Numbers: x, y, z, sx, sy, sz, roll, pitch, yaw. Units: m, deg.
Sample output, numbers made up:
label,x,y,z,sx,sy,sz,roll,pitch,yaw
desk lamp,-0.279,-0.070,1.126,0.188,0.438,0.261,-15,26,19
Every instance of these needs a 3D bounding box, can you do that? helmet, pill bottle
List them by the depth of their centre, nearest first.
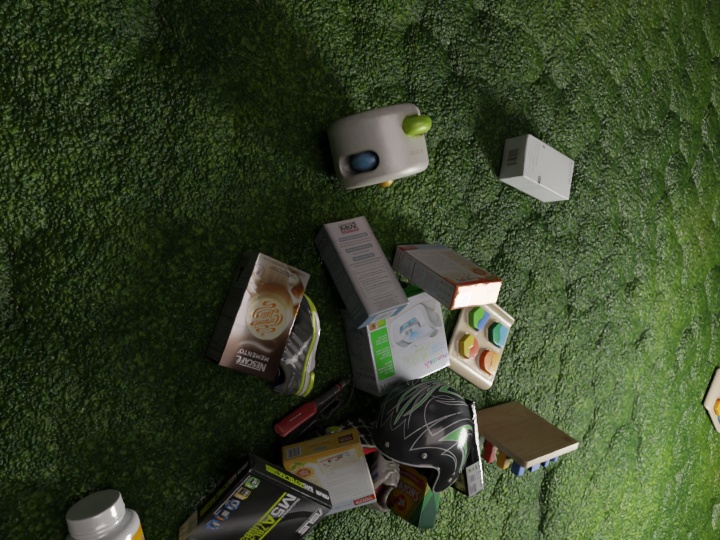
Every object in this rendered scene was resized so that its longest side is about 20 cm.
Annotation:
label,x,y,z,sx,sy,sz,roll,pitch,yaw
pill bottle,-0.382,0.447,0.814,0.108,0.109,0.202,-17,102,-33
helmet,0.119,0.304,1.024,0.200,0.199,0.192,-39,130,-26

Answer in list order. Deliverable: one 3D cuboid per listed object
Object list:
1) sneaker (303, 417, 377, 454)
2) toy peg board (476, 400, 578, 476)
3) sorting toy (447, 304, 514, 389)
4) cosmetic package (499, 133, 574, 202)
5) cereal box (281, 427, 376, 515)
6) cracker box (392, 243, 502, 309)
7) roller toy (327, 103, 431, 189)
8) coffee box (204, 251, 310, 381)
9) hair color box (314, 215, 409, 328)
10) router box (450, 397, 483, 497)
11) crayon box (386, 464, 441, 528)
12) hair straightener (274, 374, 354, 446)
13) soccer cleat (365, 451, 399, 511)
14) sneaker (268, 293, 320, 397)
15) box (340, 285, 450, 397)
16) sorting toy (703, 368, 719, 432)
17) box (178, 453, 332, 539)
label,x,y,z,sx,sy,sz,roll,pitch,yaw
sneaker,-0.037,0.357,1.078,0.198,0.077,0.086,1,122,-32
toy peg board,0.380,0.426,1.300,0.198,0.199,0.099,-3,110,-34
sorting toy,0.299,0.172,1.314,0.185,0.036,0.201,35,73,-31
cosmetic package,0.456,-0.259,1.373,0.198,0.081,0.114,13,83,-33
cereal box,-0.055,0.387,1.004,0.142,0.040,0.201,-14,127,-3
cracker box,0.178,0.007,1.122,0.133,0.200,0.058,-4,118,-33
roller toy,0.035,-0.230,1.024,0.180,0.200,0.141,-15,101,-9
coffee box,-0.182,0.081,0.950,0.114,0.079,0.202,24,79,-33
hair color box,0.000,0.000,1.027,0.098,0.061,0.201,-15,69,-33
router box,0.196,0.375,1.186,0.051,0.149,0.202,-13,100,-32
crayon box,0.122,0.430,1.153,0.050,0.126,0.202,19,81,-33
hair straightener,-0.084,0.280,1.064,0.199,0.041,0.078,-37,138,-33
soccer cleat,0.060,0.409,1.132,0.069,0.086,0.202,24,79,-33
sneaker,-0.126,0.140,0.999,0.080,0.074,0.203,3,89,-31
box,0.075,0.142,1.124,0.198,0.096,0.179,-15,99,-33
sorting toy,1.433,0.517,2.109,0.200,0.036,0.186,47,67,-27
box,-0.183,0.438,0.943,0.193,0.048,0.200,40,98,-27
